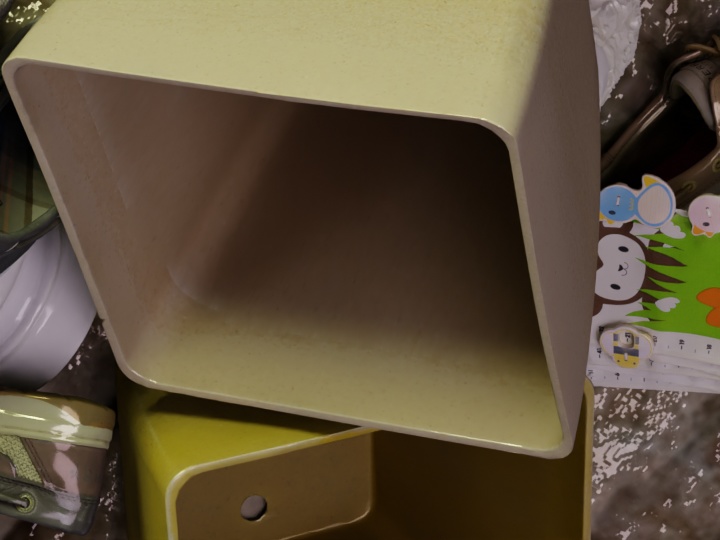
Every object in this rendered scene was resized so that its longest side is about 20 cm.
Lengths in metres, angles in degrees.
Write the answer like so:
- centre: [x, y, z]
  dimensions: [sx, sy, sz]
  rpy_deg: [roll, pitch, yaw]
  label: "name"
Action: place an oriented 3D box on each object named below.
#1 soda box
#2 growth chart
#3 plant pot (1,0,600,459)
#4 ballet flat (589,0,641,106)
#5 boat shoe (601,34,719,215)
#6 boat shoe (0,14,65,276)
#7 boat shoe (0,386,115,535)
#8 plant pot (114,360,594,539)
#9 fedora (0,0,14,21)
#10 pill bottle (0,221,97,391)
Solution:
- centre: [0.000, 0.000, 1.126]
  dimensions: [0.199, 0.068, 0.064]
  rpy_deg: [4, 111, 16]
  label: "soda box"
- centre: [0.131, 0.014, 1.216]
  dimensions: [0.199, 0.018, 0.145]
  rpy_deg: [0, 129, 23]
  label: "growth chart"
- centre: [0.004, -0.067, 1.008]
  dimensions: [0.200, 0.199, 0.178]
  rpy_deg: [75, 30, -49]
  label: "plant pot"
- centre: [0.065, -0.065, 1.197]
  dimensions: [0.200, 0.072, 0.072]
  rpy_deg: [-36, 124, -7]
  label: "ballet flat"
- centre: [0.179, -0.077, 1.241]
  dimensions: [0.066, 0.074, 0.200]
  rpy_deg: [36, 94, -38]
  label: "boat shoe"
- centre: [-0.127, -0.055, 1.030]
  dimensions: [0.057, 0.200, 0.069]
  rpy_deg: [-30, 109, 37]
  label: "boat shoe"
- centre: [-0.203, 0.081, 1.077]
  dimensions: [0.200, 0.072, 0.066]
  rpy_deg: [1, 78, 13]
  label: "boat shoe"
- centre: [-0.021, 0.116, 1.175]
  dimensions: [0.199, 0.176, 0.201]
  rpy_deg: [-13, 120, -20]
  label: "plant pot"
- centre: [-0.204, -0.139, 0.960]
  dimensions: [0.200, 0.177, 0.090]
  rpy_deg: [37, 138, -29]
  label: "fedora"
- centre: [-0.208, -0.023, 1.055]
  dimensions: [0.200, 0.111, 0.112]
  rpy_deg: [31, 98, -34]
  label: "pill bottle"
